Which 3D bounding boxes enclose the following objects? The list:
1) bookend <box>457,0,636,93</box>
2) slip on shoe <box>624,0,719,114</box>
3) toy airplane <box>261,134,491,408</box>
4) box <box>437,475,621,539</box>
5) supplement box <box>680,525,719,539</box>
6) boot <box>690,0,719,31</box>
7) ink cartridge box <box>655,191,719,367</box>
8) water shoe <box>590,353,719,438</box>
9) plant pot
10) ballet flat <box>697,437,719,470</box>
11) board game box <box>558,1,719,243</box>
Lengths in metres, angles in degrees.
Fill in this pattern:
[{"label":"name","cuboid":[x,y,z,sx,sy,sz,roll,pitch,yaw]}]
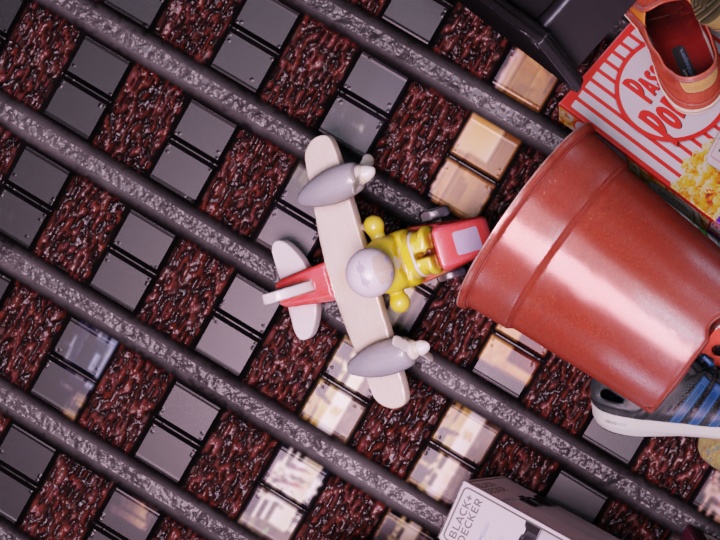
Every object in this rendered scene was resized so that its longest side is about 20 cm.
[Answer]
[{"label":"bookend","cuboid":[0.177,-0.300,1.125,0.199,0.092,0.200,-48,54,7]},{"label":"slip on shoe","cuboid":[0.270,-0.236,1.133,0.074,0.061,0.201,-20,70,5]},{"label":"toy airplane","cuboid":[0.000,0.000,1.181,0.199,0.141,0.200,30,96,3]},{"label":"box","cuboid":[0.183,0.260,1.158,0.199,0.116,0.060,26,96,27]},{"label":"supplement box","cuboid":[0.382,0.338,1.192,0.199,0.086,0.111,23,95,4]},{"label":"boot","cuboid":[0.375,-0.251,1.147,0.199,0.066,0.176,16,58,-28]},{"label":"ink cartridge box","cuboid":[0.340,-0.009,1.194,0.108,0.050,0.202,-13,91,6]},{"label":"water shoe","cuboid":[0.315,0.109,1.184,0.198,0.072,0.079,-5,113,6]},{"label":"plant pot","cuboid":[0.220,0.009,1.115,0.195,0.201,0.201,38,96,13]},{"label":"ballet flat","cuboid":[0.421,0.174,1.190,0.198,0.071,0.071,9,94,5]},{"label":"board game box","cuboid":[0.304,-0.141,1.156,0.200,0.046,0.152,40,84,17]}]
